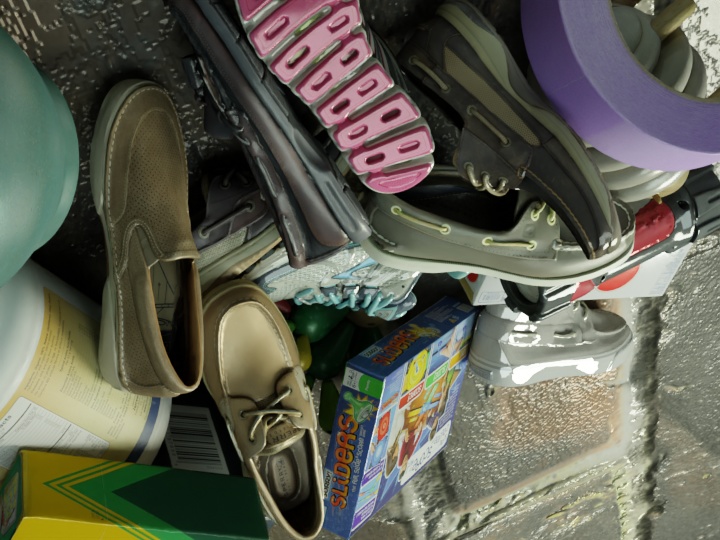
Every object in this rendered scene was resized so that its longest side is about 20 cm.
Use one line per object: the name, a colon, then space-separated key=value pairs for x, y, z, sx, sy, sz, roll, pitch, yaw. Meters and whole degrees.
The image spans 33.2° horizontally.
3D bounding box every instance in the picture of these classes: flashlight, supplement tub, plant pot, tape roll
flashlight: x=0.195 y=-0.029 z=0.919 sx=0.198 sy=0.069 sz=0.068 roll=-25 pitch=175 yaw=-23
supplement tub: x=-0.237 y=0.069 z=0.810 sx=0.144 sy=0.145 sz=0.200 roll=-36 pitch=138 yaw=11
plant pot: x=-0.240 y=-0.062 z=0.658 sx=0.200 sy=0.201 sz=0.134 roll=-47 pitch=162 yaw=22
tape roll: x=0.204 y=-0.168 z=0.762 sx=0.197 sy=0.203 sz=0.066 roll=-14 pitch=179 yaw=-14

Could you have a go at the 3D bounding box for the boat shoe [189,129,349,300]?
boat shoe: x=-0.088 y=-0.040 z=0.836 sx=0.199 sy=0.072 sz=0.065 roll=-39 pitch=105 yaw=8

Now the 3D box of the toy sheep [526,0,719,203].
toy sheep: x=0.182 y=-0.126 z=0.850 sx=0.137 sy=0.139 sz=0.201 roll=-33 pitch=125 yaw=8

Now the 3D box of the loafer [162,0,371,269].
loafer: x=-0.068 y=-0.085 z=0.753 sx=0.063 sy=0.072 sz=0.201 roll=-33 pitch=112 yaw=6

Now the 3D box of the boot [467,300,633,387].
boot: x=0.179 y=0.037 z=1.057 sx=0.198 sy=0.073 sz=0.097 roll=-10 pitch=118 yaw=-42

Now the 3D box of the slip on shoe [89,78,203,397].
slip on shoe: x=-0.130 y=-0.018 z=0.770 sx=0.076 sy=0.060 sz=0.204 roll=-3 pitch=99 yaw=-54

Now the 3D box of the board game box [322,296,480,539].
board game box: x=0.033 y=0.111 z=0.966 sx=0.199 sy=0.034 sz=0.137 roll=-26 pitch=132 yaw=-62

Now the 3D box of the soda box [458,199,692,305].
soda box: x=0.171 y=-0.020 z=0.994 sx=0.197 sy=0.069 sz=0.064 roll=-1 pitch=134 yaw=-27

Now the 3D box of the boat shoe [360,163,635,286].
boat shoe: x=0.100 y=-0.036 z=0.828 sx=0.198 sy=0.073 sz=0.061 roll=2 pitch=144 yaw=-9

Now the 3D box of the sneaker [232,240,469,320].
sneaker: x=0.000 y=0.000 z=0.878 sx=0.197 sy=0.088 sz=0.078 roll=-22 pitch=-179 yaw=-13

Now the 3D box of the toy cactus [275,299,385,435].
toy cactus: x=-0.019 y=0.049 z=0.967 sx=0.166 sy=0.102 sz=0.199 roll=-53 pitch=134 yaw=2

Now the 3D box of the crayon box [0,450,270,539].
crayon box: x=-0.183 y=0.216 z=0.831 sx=0.170 sy=0.059 sz=0.201 roll=12 pitch=128 yaw=-31

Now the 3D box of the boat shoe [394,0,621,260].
boat shoe: x=0.093 y=-0.082 z=0.788 sx=0.073 sy=0.201 sz=0.075 roll=-35 pitch=162 yaw=2

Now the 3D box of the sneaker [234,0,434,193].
sneaker: x=-0.023 y=-0.142 z=0.763 sx=0.073 sy=0.088 sz=0.201 roll=-34 pitch=116 yaw=4

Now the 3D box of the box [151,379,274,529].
box: x=-0.172 y=0.202 z=0.980 sx=0.106 sy=0.149 sz=0.201 roll=10 pitch=128 yaw=-34

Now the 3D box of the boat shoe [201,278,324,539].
boat shoe: x=-0.061 y=0.100 z=0.848 sx=0.070 sy=0.064 sz=0.202 roll=-25 pitch=121 yaw=-15
